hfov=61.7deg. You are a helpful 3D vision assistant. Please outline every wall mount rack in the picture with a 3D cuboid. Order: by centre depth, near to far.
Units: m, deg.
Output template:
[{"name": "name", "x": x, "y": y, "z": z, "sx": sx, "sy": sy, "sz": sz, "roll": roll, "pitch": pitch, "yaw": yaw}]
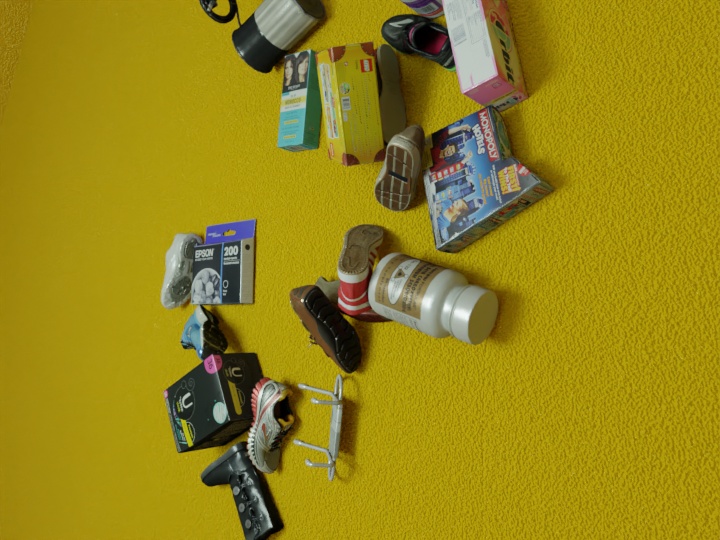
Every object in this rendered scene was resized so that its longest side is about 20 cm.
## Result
[{"name": "wall mount rack", "x": -0.082, "y": 0.298, "z": 1.175, "sx": 0.174, "sy": 0.074, "sz": 0.202, "roll": 173, "pitch": 103, "yaw": -78}]

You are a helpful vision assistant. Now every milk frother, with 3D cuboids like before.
[{"name": "milk frother", "x": -0.215, "y": -0.569, "z": 1.296, "sx": 0.188, "sy": 0.199, "sz": 0.182, "roll": -32, "pitch": 62, "yaw": 33}]

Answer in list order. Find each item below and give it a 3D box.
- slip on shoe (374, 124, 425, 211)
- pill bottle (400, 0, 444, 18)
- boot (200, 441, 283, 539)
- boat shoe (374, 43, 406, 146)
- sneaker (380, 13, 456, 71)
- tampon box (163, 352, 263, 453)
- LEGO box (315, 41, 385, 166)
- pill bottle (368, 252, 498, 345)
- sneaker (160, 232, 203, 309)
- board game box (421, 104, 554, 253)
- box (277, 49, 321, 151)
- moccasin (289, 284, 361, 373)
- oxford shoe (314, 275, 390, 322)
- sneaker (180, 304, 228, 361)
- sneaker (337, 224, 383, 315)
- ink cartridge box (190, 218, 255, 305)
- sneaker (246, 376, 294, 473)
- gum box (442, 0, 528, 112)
[{"name": "slip on shoe", "x": 0.071, "y": -0.176, "z": 1.053, "sx": 0.076, "sy": 0.200, "sz": 0.061, "roll": 28, "pitch": 65, "yaw": 12}, {"name": "pill bottle", "x": 0.083, "y": -0.526, "z": 1.034, "sx": 0.111, "sy": 0.199, "sz": 0.113, "roll": -5, "pitch": 81, "yaw": 39}, {"name": "boot", "x": -0.263, "y": 0.503, "z": 1.313, "sx": 0.165, "sy": 0.065, "sz": 0.201, "roll": -46, "pitch": 63, "yaw": 29}, {"name": "boat shoe", "x": 0.039, "y": -0.324, "z": 1.136, "sx": 0.062, "sy": 0.071, "sz": 0.202, "roll": -17, "pitch": 73, "yaw": 44}, {"name": "sneaker", "x": 0.109, "y": -0.422, "z": 1.075, "sx": 0.199, "sy": 0.084, "sz": 0.077, "roll": 34, "pitch": 101, "yaw": 36}, {"name": "tampon box", "x": -0.317, "y": 0.292, "z": 1.334, "sx": 0.200, "sy": 0.126, "sz": 0.151, "roll": -37, "pitch": 64, "yaw": 31}, {"name": "LEGO box", "x": -0.020, "y": -0.299, "z": 1.093, "sx": 0.149, "sy": 0.076, "sz": 0.202, "roll": -133, "pitch": 34, "yaw": -68}, {"name": "pill bottle", "x": 0.119, "y": 0.048, "z": 0.997, "sx": 0.199, "sy": 0.114, "sz": 0.115, "roll": 20, "pitch": 98, "yaw": 40}, {"name": "sneaker", "x": -0.464, "y": -0.002, "z": 1.537, "sx": 0.099, "sy": 0.078, "sz": 0.202, "roll": 17, "pitch": 88, "yaw": 47}, {"name": "board game box", "x": 0.203, "y": -0.152, "z": 0.983, "sx": 0.199, "sy": 0.061, "sz": 0.202, "roll": -18, "pitch": 74, "yaw": 37}, {"name": "box", "x": -0.127, "y": -0.362, "z": 1.294, "sx": 0.082, "sy": 0.049, "sz": 0.202, "roll": 2, "pitch": 87, "yaw": 40}, {"name": "moccasin", "x": -0.065, "y": 0.112, "z": 1.119, "sx": 0.077, "sy": 0.202, "sz": 0.074, "roll": 1, "pitch": 47, "yaw": 51}, {"name": "oxford shoe", "x": -0.019, "y": 0.050, "z": 1.147, "sx": 0.199, "sy": 0.070, "sz": 0.075, "roll": 11, "pitch": 75, "yaw": 33}, {"name": "sneaker", "x": -0.366, "y": 0.160, "z": 1.384, "sx": 0.090, "sy": 0.078, "sz": 0.200, "roll": -45, "pitch": 28, "yaw": 1}, {"name": "sneaker", "x": 0.000, "y": 0.000, "z": 1.097, "sx": 0.071, "sy": 0.200, "sz": 0.113, "roll": 5, "pitch": 121, "yaw": 12}, {"name": "ink cartridge box", "x": -0.329, "y": -0.019, "z": 1.434, "sx": 0.197, "sy": 0.043, "sz": 0.202, "roll": -4, "pitch": 81, "yaw": 40}, {"name": "sneaker", "x": -0.182, "y": 0.326, "z": 1.242, "sx": 0.082, "sy": 0.078, "sz": 0.202, "roll": 10, "pitch": 103, "yaw": 29}, {"name": "gum box", "x": 0.200, "y": -0.372, "z": 0.974, "sx": 0.066, "sy": 0.113, "sz": 0.202, "roll": -19, "pitch": 74, "yaw": 37}]
